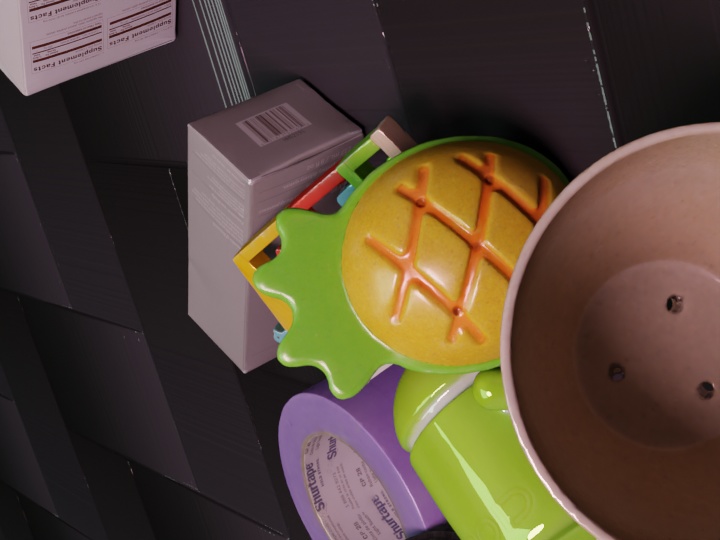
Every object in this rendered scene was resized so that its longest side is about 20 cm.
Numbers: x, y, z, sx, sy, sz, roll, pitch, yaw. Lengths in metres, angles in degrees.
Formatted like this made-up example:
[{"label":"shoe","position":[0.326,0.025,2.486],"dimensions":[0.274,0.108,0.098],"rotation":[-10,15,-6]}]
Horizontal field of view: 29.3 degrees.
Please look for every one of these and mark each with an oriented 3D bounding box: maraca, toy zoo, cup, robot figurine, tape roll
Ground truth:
[{"label":"maraca","position":[0.039,-0.003,0.803],"dimensions":[0.107,0.199,0.138],"rotation":[117,134,-81]},{"label":"toy zoo","position":[0.000,0.000,0.926],"dimensions":[0.131,0.020,0.200],"rotation":[45,130,-9]},{"label":"cup","position":[0.162,0.040,0.668],"dimensions":[0.201,0.199,0.143],"rotation":[61,179,4]},{"label":"robot figurine","position":[0.097,0.117,0.870],"dimensions":[0.200,0.115,0.176],"rotation":[54,165,26]},{"label":"tape roll","position":[0.026,0.168,1.064],"dimensions":[0.200,0.085,0.201],"rotation":[37,140,39]}]

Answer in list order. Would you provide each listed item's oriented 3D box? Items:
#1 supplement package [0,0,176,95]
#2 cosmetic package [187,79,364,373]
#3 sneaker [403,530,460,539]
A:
[{"label":"supplement package","position":[-0.253,-0.289,1.091],"dimensions":[0.191,0.147,0.201],"rotation":[46,146,29]},{"label":"cosmetic package","position":[-0.068,-0.031,1.039],"dimensions":[0.090,0.106,0.201],"rotation":[41,145,33]},{"label":"sneaker","position":[0.095,0.227,0.934],"dimensions":[0.199,0.074,0.081],"rotation":[-4,128,18]}]
